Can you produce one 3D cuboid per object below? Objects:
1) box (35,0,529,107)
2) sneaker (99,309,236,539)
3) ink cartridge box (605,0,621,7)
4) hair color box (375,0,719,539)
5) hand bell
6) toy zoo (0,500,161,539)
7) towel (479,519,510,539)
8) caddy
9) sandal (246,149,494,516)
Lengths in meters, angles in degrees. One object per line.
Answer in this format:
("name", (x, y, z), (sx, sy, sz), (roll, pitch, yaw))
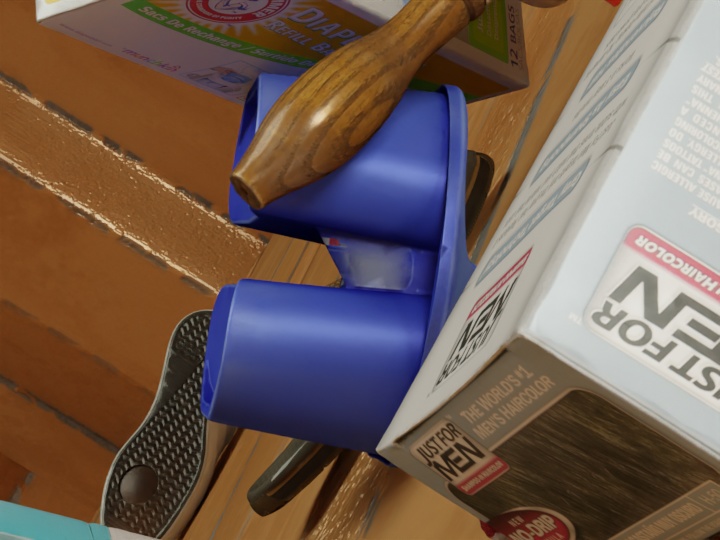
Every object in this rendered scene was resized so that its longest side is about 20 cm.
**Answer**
("box", (-0.029, -0.134, 1.005), (0.101, 0.199, 0.113), (-13, 72, 31))
("sneaker", (-0.125, 0.134, 1.866), (0.085, 0.072, 0.201), (69, -142, -55))
("ink cartridge box", (0.110, -0.201, 1.026), (0.057, 0.200, 0.163), (36, 95, 42))
("hair color box", (0.085, -0.041, 0.529), (0.201, 0.060, 0.099), (-60, 4, -22))
("hand bell", (0.029, -0.092, 0.897), (0.200, 0.104, 0.104), (-43, -1, -18))
("toy zoo", (-0.137, 0.151, 1.020), (0.131, 0.199, 0.021), (-52, 40, 23))
("towel", (0.082, -0.022, 0.690), (0.201, 0.023, 0.144), (-59, 3, 2))
("caddy", (0.000, 0.000, 0.978), (0.200, 0.104, 0.143), (172, 105, -85))
("sandal", (-0.004, 0.022, 1.161), (0.201, 0.054, 0.082), (-60, 4, -16))
